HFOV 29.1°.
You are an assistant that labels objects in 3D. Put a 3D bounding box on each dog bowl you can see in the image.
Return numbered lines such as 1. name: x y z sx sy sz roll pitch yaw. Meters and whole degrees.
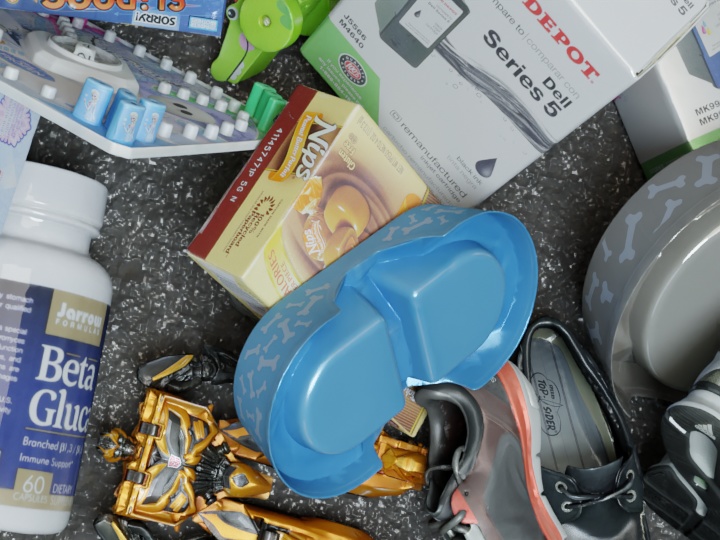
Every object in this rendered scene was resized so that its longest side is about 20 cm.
1. dog bowl: 0.013 0.037 0.761 0.199 0.049 0.112 -36 131 -26
2. dog bowl: 0.225 0.006 0.854 0.198 0.059 0.202 -15 132 -18

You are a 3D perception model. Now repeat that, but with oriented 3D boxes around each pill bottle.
1. pill bottle: -0.204 0.042 0.796 0.110 0.111 0.202 11 82 -9

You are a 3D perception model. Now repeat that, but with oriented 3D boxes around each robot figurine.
1. robot figurine: -0.061 0.128 0.834 0.198 0.058 0.147 17 80 -15

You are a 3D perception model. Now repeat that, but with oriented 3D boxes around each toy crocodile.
1. toy crocodile: -0.031 -0.188 0.825 0.062 0.200 0.067 46 38 4

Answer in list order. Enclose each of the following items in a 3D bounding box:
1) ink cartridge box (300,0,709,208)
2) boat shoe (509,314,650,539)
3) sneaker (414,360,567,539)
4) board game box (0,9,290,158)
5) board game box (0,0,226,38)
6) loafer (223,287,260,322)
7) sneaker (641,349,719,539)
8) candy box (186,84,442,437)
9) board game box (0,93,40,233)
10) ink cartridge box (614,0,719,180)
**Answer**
1. ink cartridge box: 0.074 -0.137 0.781 0.146 0.200 0.084 48 57 -1
2. boat shoe: 0.136 0.119 0.846 0.074 0.066 0.201 -7 67 -7
3. sneaker: 0.070 0.153 0.817 0.081 0.077 0.202 -6 77 -37
4. board game box: -0.150 -0.119 0.755 0.199 0.200 0.026 29 107 18
5. board game box: -0.156 -0.180 0.781 0.134 0.200 0.035 5 111 -17
6. loafer: -0.008 -0.051 0.862 0.070 0.070 0.201 38 75 -5
7. sneaker: 0.233 0.095 0.837 0.075 0.201 0.115 35 70 22
8. candy box: 0.000 0.000 0.809 0.116 0.055 0.200 -55 138 -11
9. board game box: -0.287 -0.027 0.769 0.198 0.041 0.202 11 80 29
10. ink cartridge box: 0.237 -0.153 0.912 0.144 0.088 0.202 -22 87 -11
